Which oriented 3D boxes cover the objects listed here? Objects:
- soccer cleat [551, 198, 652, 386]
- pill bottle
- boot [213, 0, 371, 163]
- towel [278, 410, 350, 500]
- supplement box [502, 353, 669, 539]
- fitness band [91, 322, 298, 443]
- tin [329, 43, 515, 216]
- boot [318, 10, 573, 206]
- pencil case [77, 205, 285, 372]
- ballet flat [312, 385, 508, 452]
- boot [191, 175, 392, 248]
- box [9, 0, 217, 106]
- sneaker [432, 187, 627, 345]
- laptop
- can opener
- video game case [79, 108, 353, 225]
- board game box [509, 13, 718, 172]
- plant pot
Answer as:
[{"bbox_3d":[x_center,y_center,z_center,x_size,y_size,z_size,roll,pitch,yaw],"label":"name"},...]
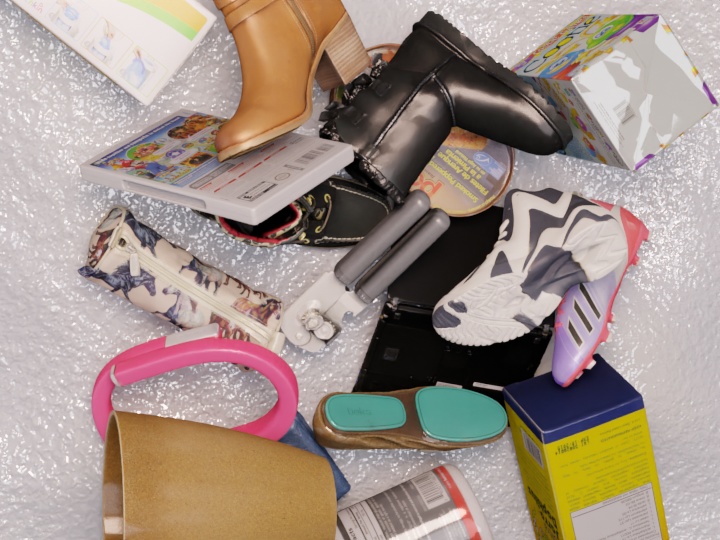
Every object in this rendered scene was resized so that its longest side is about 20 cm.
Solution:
[{"bbox_3d":[0.221,0.021,1.560,0.076,0.067,0.200,29,69,-2],"label":"soccer cleat"},{"bbox_3d":[0.024,0.280,1.555,0.200,0.116,0.116,-23,104,-8],"label":"pill bottle"},{"bbox_3d":[-0.090,-0.198,1.364,0.200,0.077,0.155,-43,107,-29],"label":"boot"},{"bbox_3d":[-0.113,0.234,1.549,0.200,0.049,0.112,-38,107,-5],"label":"towel"},{"bbox_3d":[0.227,0.204,1.575,0.109,0.110,0.200,-18,114,-10],"label":"supplement box"},{"bbox_3d":[-0.156,0.124,1.483,0.200,0.037,0.144,-16,124,13],"label":"fitness band"},{"bbox_3d":[0.058,-0.134,1.526,0.200,0.042,0.112,39,82,-14],"label":"tin"},{"bbox_3d":[0.073,-0.128,1.454,0.198,0.073,0.162,40,79,8],"label":"boot"},{"bbox_3d":[-0.163,0.019,1.479,0.200,0.089,0.078,32,91,-17],"label":"pencil case"},{"bbox_3d":[0.044,0.154,1.553,0.200,0.072,0.068,0,60,-21],"label":"ballet flat"},{"bbox_3d":[-0.054,-0.050,1.458,0.203,0.154,0.074,9,98,-15],"label":"boot"},{"bbox_3d":[-0.242,-0.248,1.401,0.200,0.112,0.101,38,89,-15],"label":"box"},{"bbox_3d":[0.151,-0.014,1.529,0.199,0.130,0.079,-37,119,10],"label":"sneaker"},{"bbox_3d":[0.095,0.040,1.584,0.177,0.103,0.200,10,123,-14],"label":"laptop"},{"bbox_3d":[0.000,0.000,1.501,0.053,0.066,0.200,42,108,-15],"label":"can opener"},{"bbox_3d":[-0.127,-0.095,1.390,0.143,0.200,0.018,-37,132,-44],"label":"video game case"},{"bbox_3d":[0.230,-0.171,1.478,0.103,0.200,0.105,-37,105,-5],"label":"board game box"},{"bbox_3d":[-0.128,0.220,1.440,0.200,0.186,0.187,1,100,-14],"label":"plant pot"}]
